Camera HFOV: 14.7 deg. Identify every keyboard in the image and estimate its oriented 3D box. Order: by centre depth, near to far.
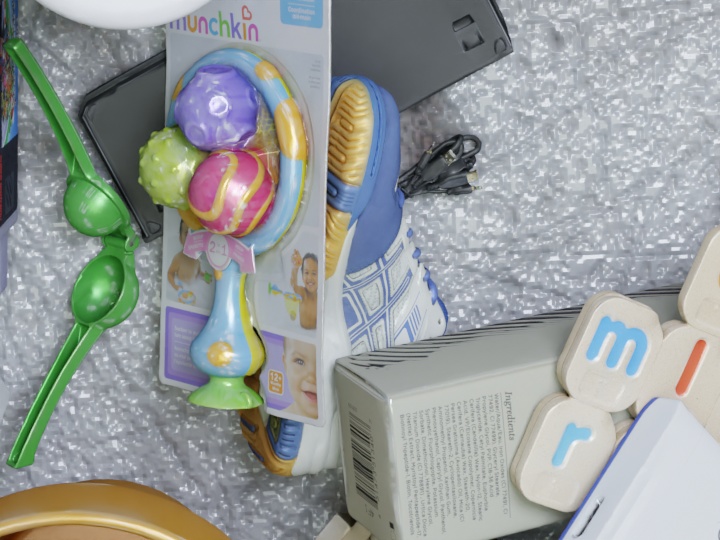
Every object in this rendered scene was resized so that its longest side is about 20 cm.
[{"bbox_3d":[-0.020,-0.071,1.313,0.199,0.021,0.128,-27,100,6],"label":"keyboard"}]

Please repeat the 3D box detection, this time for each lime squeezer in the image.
[{"bbox_3d":[-0.137,-0.012,1.305,0.070,0.038,0.202,-6,106,-26],"label":"lime squeezer"}]

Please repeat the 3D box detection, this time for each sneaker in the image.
[{"bbox_3d":[0.000,0.000,1.296,0.088,0.075,0.201,-3,122,-25],"label":"sneaker"}]

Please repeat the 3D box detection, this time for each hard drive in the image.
[{"bbox_3d":[0.159,0.171,1.254,0.200,0.025,0.132,47,66,-28],"label":"hard drive"}]

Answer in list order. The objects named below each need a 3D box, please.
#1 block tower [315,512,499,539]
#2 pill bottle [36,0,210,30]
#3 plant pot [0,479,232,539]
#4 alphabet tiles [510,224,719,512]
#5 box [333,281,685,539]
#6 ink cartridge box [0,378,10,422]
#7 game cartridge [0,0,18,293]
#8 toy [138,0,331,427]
[{"bbox_3d":[0.072,0.173,1.311,0.200,0.054,0.058,41,96,14],"label":"block tower"},{"bbox_3d":[-0.103,-0.173,1.194,0.119,0.200,0.121,-1,102,-6],"label":"pill bottle"},{"bbox_3d":[-0.122,0.181,1.281,0.199,0.183,0.202,0,102,0],"label":"plant pot"},{"bbox_3d":[0.165,0.083,1.271,0.199,0.015,0.197,21,97,-28],"label":"alphabet tiles"},{"bbox_3d":[0.092,0.065,1.282,0.199,0.068,0.083,-11,107,-21],"label":"box"},{"bbox_3d":[-0.276,0.024,1.298,0.144,0.084,0.201,-31,99,5],"label":"ink cartridge box"},{"bbox_3d":[-0.178,-0.077,1.253,0.038,0.130,0.202,3,103,7],"label":"game cartridge"},{"bbox_3d":[-0.065,-0.034,1.254,0.047,0.115,0.202,-13,108,-42],"label":"toy"}]
